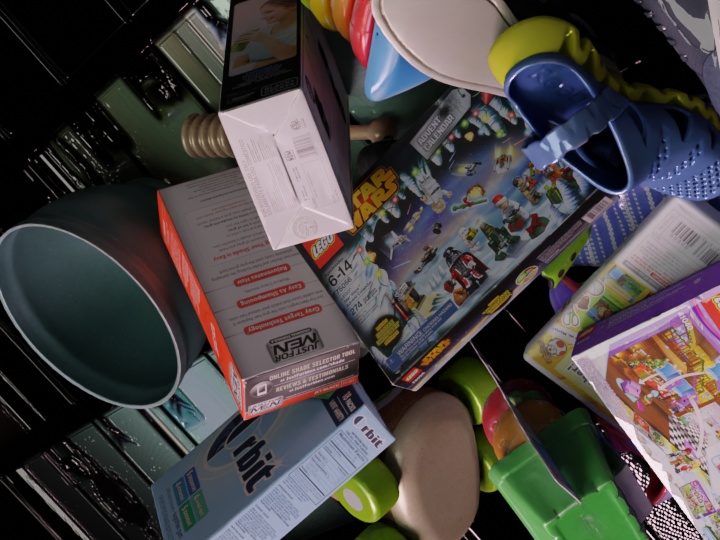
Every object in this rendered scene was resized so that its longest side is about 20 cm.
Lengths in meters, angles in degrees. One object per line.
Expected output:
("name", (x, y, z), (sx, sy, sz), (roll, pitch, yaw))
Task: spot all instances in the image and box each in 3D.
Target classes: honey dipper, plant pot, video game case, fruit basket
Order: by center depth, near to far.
("video game case", (0.248, 0.060, 1.204), (0.200, 0.023, 0.182), (36, 123, -6))
("fruit basket", (0.143, 0.130, 1.293), (0.093, 0.201, 0.185), (-29, 136, 6))
("honey dipper", (-0.056, -0.108, 1.343), (0.199, 0.038, 0.038), (3, 128, 33))
("plant pot", (-0.204, 0.002, 1.485), (0.199, 0.134, 0.201), (22, 138, 21))

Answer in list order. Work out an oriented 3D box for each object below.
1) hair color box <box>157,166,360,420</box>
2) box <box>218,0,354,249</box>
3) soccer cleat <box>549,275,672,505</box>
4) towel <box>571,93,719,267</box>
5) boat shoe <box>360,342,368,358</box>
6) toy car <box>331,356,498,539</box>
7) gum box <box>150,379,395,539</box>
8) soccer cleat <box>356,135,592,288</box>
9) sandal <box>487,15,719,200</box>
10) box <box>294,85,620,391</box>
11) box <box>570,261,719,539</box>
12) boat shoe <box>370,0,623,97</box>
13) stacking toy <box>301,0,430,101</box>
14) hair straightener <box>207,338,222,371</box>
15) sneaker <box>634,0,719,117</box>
("hair color box", (-0.084, 0.012, 1.345), (0.061, 0.101, 0.201), (94, 154, -52))
("box", (-0.051, -0.118, 1.199), (0.060, 0.200, 0.117), (-16, 122, 9))
("soccer cleat", (0.199, 0.091, 1.279), (0.200, 0.076, 0.067), (49, -177, -16))
("towel", (0.189, -0.059, 1.198), (0.199, 0.024, 0.145), (1, 127, 38))
("boat shoe", (0.002, 0.002, 1.370), (0.072, 0.060, 0.202), (36, 152, 18))
("toy car", (0.004, 0.148, 1.449), (0.199, 0.164, 0.158), (23, 139, 39))
("gum box", (-0.077, 0.157, 1.373), (0.045, 0.200, 0.170), (50, -179, -20))
("soccer cleat", (0.071, -0.045, 1.218), (0.199, 0.081, 0.068), (18, 161, 32))
("sandal", (0.162, -0.082, 1.073), (0.199, 0.088, 0.079), (20, 140, -31))
("box", (0.063, -0.034, 1.168), (0.200, 0.040, 0.137), (-45, 61, 14))
("box", (0.261, 0.099, 1.186), (0.136, 0.039, 0.200), (-28, 108, 29))
("boat shoe", (0.087, -0.159, 1.088), (0.199, 0.062, 0.075), (16, 130, -28))
("stacking toy", (-0.017, -0.215, 1.171), (0.200, 0.110, 0.117), (32, 132, 27))
("hair straightener", (-0.092, 0.055, 1.469), (0.041, 0.077, 0.200), (59, 151, 9))
("sneaker", (0.171, -0.177, 1.048), (0.145, 0.077, 0.203), (-7, 113, 30))
